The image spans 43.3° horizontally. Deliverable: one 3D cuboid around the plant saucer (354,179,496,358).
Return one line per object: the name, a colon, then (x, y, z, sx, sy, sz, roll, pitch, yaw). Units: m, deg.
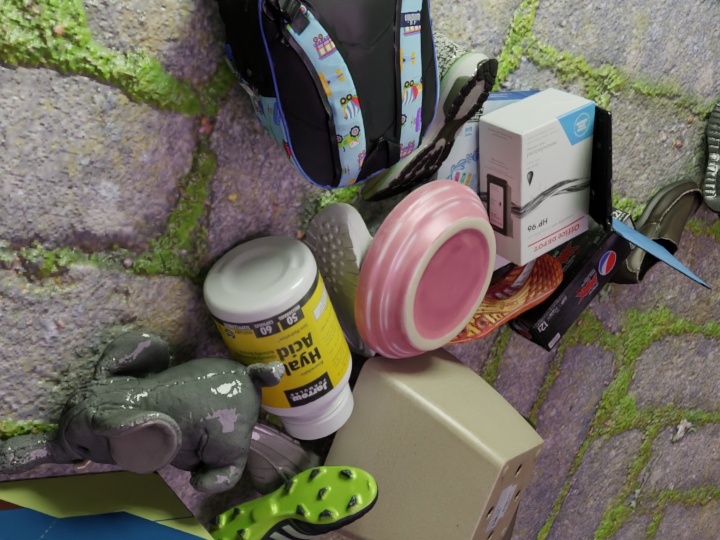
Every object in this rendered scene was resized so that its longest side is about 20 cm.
plant saucer: (0.078, 0.006, 0.954, 0.200, 0.051, 0.201, -29, 133, -37)

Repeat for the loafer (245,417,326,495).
loafer: (-0.093, 0.210, 0.986, 0.070, 0.070, 0.200, -57, 136, -12)

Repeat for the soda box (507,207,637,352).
soda box: (0.272, 0.004, 1.181, 0.200, 0.071, 0.063, -48, 133, -10)

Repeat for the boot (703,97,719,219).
boot: (0.551, -0.173, 1.339, 0.138, 0.077, 0.201, 17, 91, -64)

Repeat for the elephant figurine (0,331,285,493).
elephant figurine: (-0.199, 0.131, 0.814, 0.200, 0.141, 0.156, 16, 87, -35)

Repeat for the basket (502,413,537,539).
basket: (0.146, 0.281, 1.184, 0.180, 0.136, 0.201, 0, 108, -54)

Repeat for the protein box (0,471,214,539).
protein box: (-0.272, 0.313, 0.845, 0.198, 0.135, 0.200, 5, 109, -42)

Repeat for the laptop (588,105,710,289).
laptop: (0.317, -0.095, 1.043, 0.116, 0.187, 0.201, -4, 106, 3)

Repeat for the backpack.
backpack: (-0.023, -0.183, 0.792, 0.182, 0.134, 0.200, -30, 128, -25)

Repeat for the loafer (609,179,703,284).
loafer: (0.425, -0.045, 1.283, 0.200, 0.071, 0.073, -45, 133, -12)

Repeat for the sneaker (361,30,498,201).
sneaker: (0.054, -0.156, 0.921, 0.077, 0.089, 0.200, -10, 143, -54)

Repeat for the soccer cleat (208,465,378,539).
soccer cleat: (-0.067, 0.261, 0.968, 0.200, 0.068, 0.081, -22, 145, 14)

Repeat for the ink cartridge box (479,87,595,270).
ink cartridge box: (0.196, -0.086, 1.011, 0.116, 0.068, 0.200, -26, 128, -28)

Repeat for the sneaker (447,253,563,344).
sneaker: (0.155, 0.045, 1.102, 0.200, 0.073, 0.077, -20, 162, -13)

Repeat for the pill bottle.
pill bottle: (-0.071, 0.074, 0.904, 0.111, 0.111, 0.200, -36, 131, -20)

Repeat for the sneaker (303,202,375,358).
sneaker: (0.000, 0.000, 0.960, 0.080, 0.076, 0.200, -40, 140, -27)

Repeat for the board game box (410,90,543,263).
board game box: (0.145, -0.102, 1.039, 0.200, 0.043, 0.200, -10, 118, -37)

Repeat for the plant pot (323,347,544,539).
plant pot: (0.089, 0.220, 1.030, 0.200, 0.177, 0.200, 0, 114, -61)
